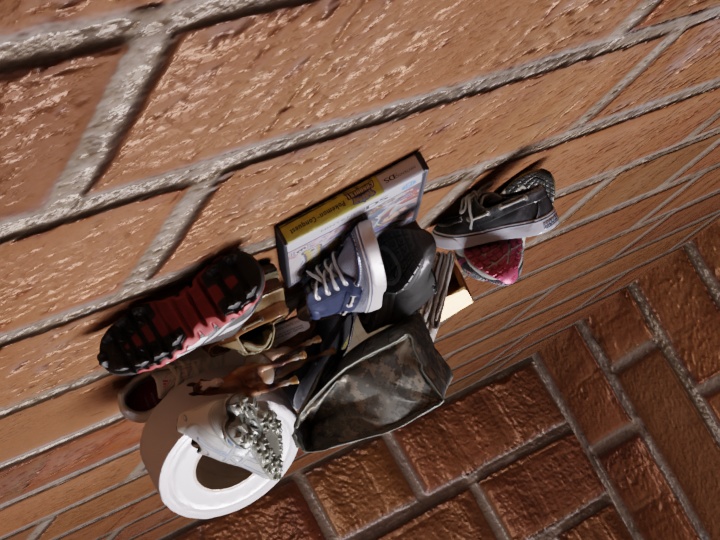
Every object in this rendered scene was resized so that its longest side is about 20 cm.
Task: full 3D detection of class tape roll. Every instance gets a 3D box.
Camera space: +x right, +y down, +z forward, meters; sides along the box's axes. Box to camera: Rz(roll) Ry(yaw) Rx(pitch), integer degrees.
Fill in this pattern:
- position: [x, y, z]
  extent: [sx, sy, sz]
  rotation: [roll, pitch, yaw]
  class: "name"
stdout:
- position: [-0.177, 0.219, 1.717]
  extent: [0.200, 0.071, 0.205]
  rotation: [-19, 134, -21]
  class: "tape roll"

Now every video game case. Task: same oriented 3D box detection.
- position: [-0.011, -0.053, 1.530]
  extent: [0.179, 0.026, 0.200]
  rotation: [-29, 168, -8]
  class: "video game case"

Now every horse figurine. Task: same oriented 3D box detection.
- position: [-0.109, 0.116, 1.639]
  extent: [0.131, 0.051, 0.200]
  rotation: [-17, -171, 22]
  class: "horse figurine"

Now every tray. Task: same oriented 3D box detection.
- position: [0.077, 0.068, 2.106]
  extent: [0.198, 0.037, 0.099]
  rotation: [-31, -155, 7]
  class: "tray"

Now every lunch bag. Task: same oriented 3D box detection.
- position: [0.006, 0.150, 1.704]
  extent: [0.198, 0.119, 0.164]
  rotation: [-29, -178, 11]
  class: "lunch bag"

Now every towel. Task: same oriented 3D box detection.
- position: [0.095, 0.066, 1.933]
  extent: [0.034, 0.134, 0.201]
  rotation: [15, 151, 1]
  class: "towel"

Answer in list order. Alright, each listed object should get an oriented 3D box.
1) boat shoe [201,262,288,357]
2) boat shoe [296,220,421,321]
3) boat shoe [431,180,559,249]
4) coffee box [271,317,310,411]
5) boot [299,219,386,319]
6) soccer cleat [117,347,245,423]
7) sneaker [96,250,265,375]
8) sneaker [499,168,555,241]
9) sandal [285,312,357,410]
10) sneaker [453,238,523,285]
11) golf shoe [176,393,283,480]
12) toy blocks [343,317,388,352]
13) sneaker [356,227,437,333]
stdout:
- position: [-0.139, 0.065, 1.590]
  extent: [0.075, 0.075, 0.200]
  rotation: [-22, 166, -29]
  class: "boat shoe"
- position: [0.000, 0.000, 1.719]
  extent: [0.198, 0.058, 0.067]
  rotation: [-29, 149, 18]
  class: "boat shoe"
- position: [0.165, -0.075, 1.760]
  extent: [0.073, 0.069, 0.198]
  rotation: [-35, -161, -37]
  class: "boat shoe"
- position: [-0.142, 0.154, 1.867]
  extent: [0.198, 0.114, 0.080]
  rotation: [-21, 166, -36]
  class: "coffee box"
- position: [-0.022, 0.009, 1.533]
  extent: [0.089, 0.074, 0.201]
  rotation: [-14, 158, -6]
  class: "boot"
- position: [-0.217, 0.134, 1.704]
  extent: [0.198, 0.070, 0.086]
  rotation: [-30, 167, 0]
  class: "soccer cleat"
- position: [-0.185, 0.055, 1.440]
  extent: [0.199, 0.071, 0.098]
  rotation: [-31, 166, -1]
  class: "sneaker"
- position: [0.221, -0.091, 1.894]
  extent: [0.201, 0.076, 0.089]
  rotation: [119, -5, -53]
  class: "sneaker"
- position: [-0.038, 0.098, 1.806]
  extent: [0.075, 0.043, 0.203]
  rotation: [4, 109, -47]
  class: "sandal"
- position: [0.178, -0.017, 1.818]
  extent: [0.080, 0.076, 0.200]
  rotation: [-24, -162, -3]
  class: "sneaker"
- position: [-0.153, 0.201, 1.630]
  extent: [0.096, 0.079, 0.200]
  rotation: [-6, 151, 16]
  class: "golf shoe"
- position: [-0.026, 0.097, 2.002]
  extent: [0.136, 0.101, 0.199]
  rotation: [-22, -175, 39]
  class: "toy blocks"
- position: [0.057, 0.004, 1.643]
  extent: [0.090, 0.077, 0.200]
  rotation: [-10, 158, -24]
  class: "sneaker"
